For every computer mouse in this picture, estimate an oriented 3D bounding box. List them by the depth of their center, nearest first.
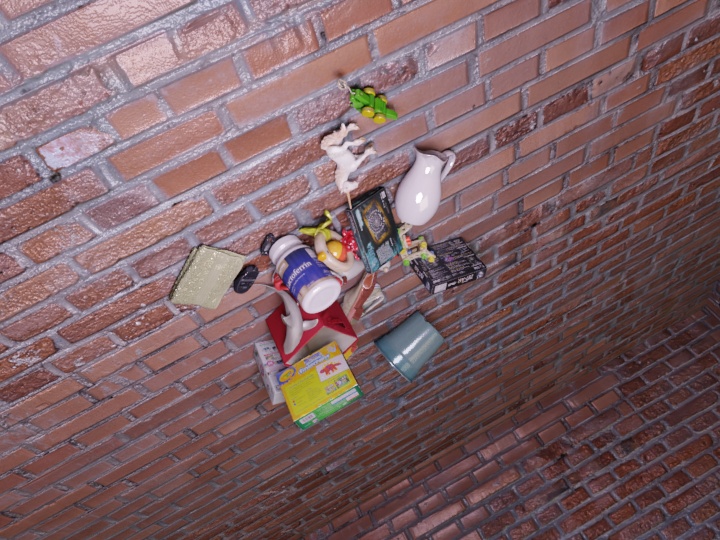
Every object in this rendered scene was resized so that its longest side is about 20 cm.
[{"bbox_3d":[-0.286,-0.020,1.490,0.200,0.034,0.059,-56,152,17],"label":"computer mouse"}]

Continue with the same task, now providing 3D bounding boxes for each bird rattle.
[{"bbox_3d":[-0.071,-0.061,1.496,0.112,0.163,0.200,-28,136,25],"label":"bird rattle"}]

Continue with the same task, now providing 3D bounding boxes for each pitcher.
[{"bbox_3d":[0.183,-0.232,1.517,0.171,0.121,0.200,-12,128,-43],"label":"pitcher"}]

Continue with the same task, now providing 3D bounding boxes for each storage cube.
[{"bbox_3d":[-0.146,0.177,1.674,0.200,0.180,0.171,-45,140,15],"label":"storage cube"}]

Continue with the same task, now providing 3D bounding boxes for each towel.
[{"bbox_3d":[-0.399,0.021,1.448,0.148,0.037,0.200,14,123,-41],"label":"towel"}]

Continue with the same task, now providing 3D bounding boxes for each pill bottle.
[{"bbox_3d":[-0.150,0.006,1.456,0.116,0.200,0.116,-30,150,-19],"label":"pill bottle"}]

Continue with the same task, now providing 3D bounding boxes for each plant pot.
[{"bbox_3d":[0.186,0.263,1.996,0.196,0.200,0.200,-43,141,2],"label":"plant pot"}]

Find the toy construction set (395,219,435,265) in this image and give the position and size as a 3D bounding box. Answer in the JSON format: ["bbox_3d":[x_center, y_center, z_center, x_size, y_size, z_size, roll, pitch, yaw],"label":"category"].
[{"bbox_3d":[0.144,-0.090,1.651,0.131,0.092,0.200,-10,135,11],"label":"toy construction set"}]

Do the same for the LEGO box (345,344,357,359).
[{"bbox_3d":[-0.131,0.292,1.889,0.149,0.077,0.200,17,121,-44],"label":"LEGO box"}]

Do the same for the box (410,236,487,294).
[{"bbox_3d":[0.272,-0.019,1.761,0.200,0.160,0.044,-17,139,-19],"label":"box"}]

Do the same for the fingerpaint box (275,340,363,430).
[{"bbox_3d":[-0.116,0.323,1.572,0.200,0.167,0.073,-30,140,-3],"label":"fingerpaint box"}]

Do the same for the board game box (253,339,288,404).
[{"bbox_3d":[-0.232,0.303,1.733,0.147,0.200,0.064,-10,137,-25],"label":"board game box"}]

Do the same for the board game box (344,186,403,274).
[{"bbox_3d":[0.040,-0.109,1.518,0.135,0.028,0.200,-37,123,-30],"label":"board game box"}]

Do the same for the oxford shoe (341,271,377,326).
[{"bbox_3d":[-0.013,0.070,1.738,0.071,0.074,0.200,18,100,-59],"label":"oxford shoe"}]

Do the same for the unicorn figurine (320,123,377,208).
[{"bbox_3d":[-0.029,-0.272,1.364,0.137,0.074,0.200,-32,129,15],"label":"unicorn figurine"}]

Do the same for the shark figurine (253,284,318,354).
[{"bbox_3d":[-0.207,0.114,1.539,0.128,0.215,0.089,-26,174,19],"label":"shark figurine"}]

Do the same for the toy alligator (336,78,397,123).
[{"bbox_3d":[0.004,-0.383,1.274,0.054,0.059,0.200,-9,163,44],"label":"toy alligator"}]

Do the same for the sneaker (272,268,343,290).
[{"bbox_3d":[-0.148,0.042,1.559,0.199,0.085,0.077,6,135,-9],"label":"sneaker"}]

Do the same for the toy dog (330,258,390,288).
[{"bbox_3d":[0.000,0.000,1.637,0.199,0.096,0.132,-20,138,-6],"label":"toy dog"}]

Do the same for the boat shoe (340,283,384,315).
[{"bbox_3d":[-0.010,0.119,1.797,0.200,0.062,0.072,-43,141,14],"label":"boat shoe"}]
